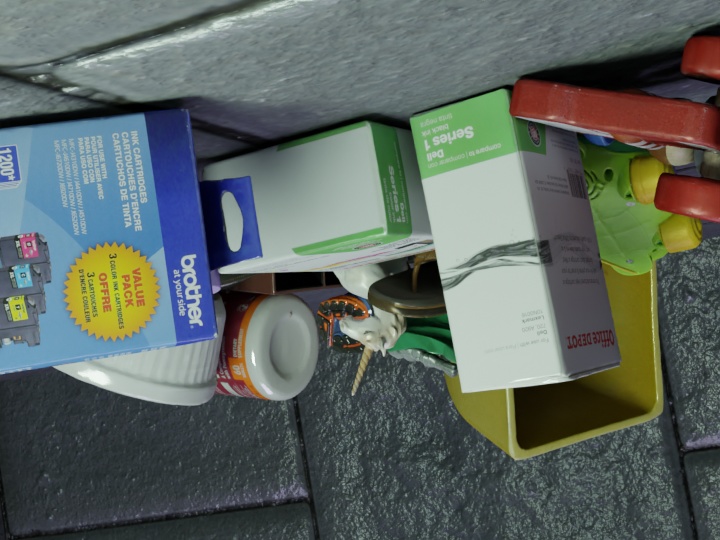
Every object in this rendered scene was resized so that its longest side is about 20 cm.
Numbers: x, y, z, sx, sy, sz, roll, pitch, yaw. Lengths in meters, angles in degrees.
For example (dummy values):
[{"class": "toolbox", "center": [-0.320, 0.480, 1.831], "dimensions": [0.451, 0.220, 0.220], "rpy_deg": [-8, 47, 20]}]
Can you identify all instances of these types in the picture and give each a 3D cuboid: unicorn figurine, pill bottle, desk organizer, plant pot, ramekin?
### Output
[{"class": "unicorn figurine", "center": [0.000, 0.000, 1.109], "dimensions": [0.074, 0.137, 0.200], "rpy_deg": [-52, 176, 33]}, {"class": "pill bottle", "center": [-0.149, 0.075, 1.274], "dimensions": [0.198, 0.112, 0.109], "rpy_deg": [1, -177, 36]}, {"class": "desk organizer", "center": [-0.038, -0.019, 1.239], "dimensions": [0.198, 0.073, 0.076], "rpy_deg": [-6, -173, -42]}, {"class": "plant pot", "center": [0.177, 0.057, 1.271], "dimensions": [0.191, 0.199, 0.199], "rpy_deg": [-11, -167, -25]}, {"class": "ramekin", "center": [-0.218, 0.043, 1.138], "dimensions": [0.199, 0.096, 0.202], "rpy_deg": [20, -173, -2]}]

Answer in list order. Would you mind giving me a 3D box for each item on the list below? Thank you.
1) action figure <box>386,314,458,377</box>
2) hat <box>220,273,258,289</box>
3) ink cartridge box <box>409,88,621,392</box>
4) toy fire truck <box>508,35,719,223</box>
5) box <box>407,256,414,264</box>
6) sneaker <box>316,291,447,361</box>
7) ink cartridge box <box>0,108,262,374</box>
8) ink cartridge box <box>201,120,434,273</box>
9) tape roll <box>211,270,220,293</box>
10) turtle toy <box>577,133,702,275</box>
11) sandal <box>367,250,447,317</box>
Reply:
[{"class": "action figure", "center": [0.086, 0.055, 1.075], "dimensions": [0.198, 0.055, 0.118], "rpy_deg": [-3, -144, 47]}, {"class": "hat", "center": [-0.136, -0.019, 1.070], "dimensions": [0.197, 0.082, 0.201], "rpy_deg": [-9, 175, -1]}, {"class": "ink cartridge box", "center": [0.117, -0.018, 0.887], "dimensions": [0.083, 0.204, 0.145], "rpy_deg": [-13, 174, 28]}, {"class": "toy fire truck", "center": [0.214, -0.101, 0.835], "dimensions": [0.166, 0.114, 0.199], "rpy_deg": [16, -170, 33]}, {"class": "box", "center": [0.139, -0.061, 1.165], "dimensions": [0.196, 0.084, 0.068], "rpy_deg": [-8, 177, -10]}, {"class": "sneaker", "center": [0.048, 0.040, 1.206], "dimensions": [0.198, 0.076, 0.078], "rpy_deg": [5, -153, 39]}, {"class": "ink cartridge box", "center": [-0.160, -0.017, 0.710], "dimensions": [0.197, 0.139, 0.076], "rpy_deg": [-9, 180, -15]}, {"class": "ink cartridge box", "center": [-0.007, -0.051, 0.940], "dimensions": [0.143, 0.085, 0.199], "rpy_deg": [-12, 176, 25]}, {"class": "tape roll", "center": [-0.205, -0.001, 0.892], "dimensions": [0.197, 0.067, 0.200], "rpy_deg": [-10, 174, -1]}, {"class": "turtle toy", "center": [0.226, -0.061, 1.068], "dimensions": [0.144, 0.102, 0.200], "rpy_deg": [-12, 143, 29]}, {"class": "sandal", "center": [0.083, -0.010, 1.052], "dimensions": [0.198, 0.055, 0.081], "rpy_deg": [-21, -155, -34]}]
